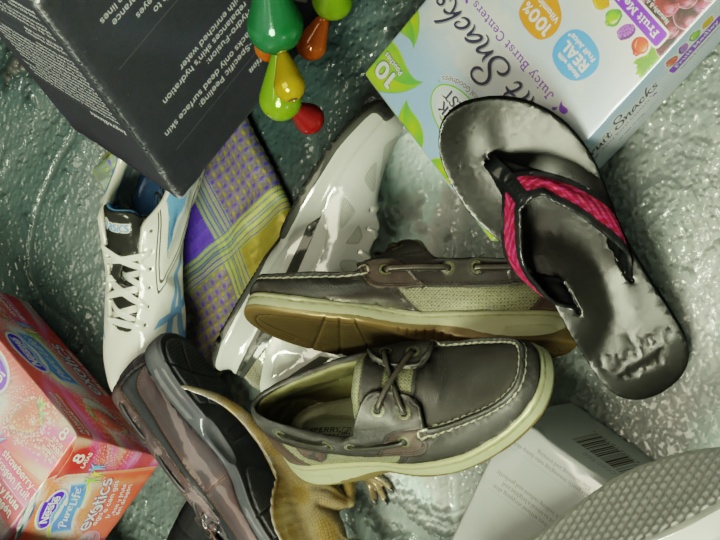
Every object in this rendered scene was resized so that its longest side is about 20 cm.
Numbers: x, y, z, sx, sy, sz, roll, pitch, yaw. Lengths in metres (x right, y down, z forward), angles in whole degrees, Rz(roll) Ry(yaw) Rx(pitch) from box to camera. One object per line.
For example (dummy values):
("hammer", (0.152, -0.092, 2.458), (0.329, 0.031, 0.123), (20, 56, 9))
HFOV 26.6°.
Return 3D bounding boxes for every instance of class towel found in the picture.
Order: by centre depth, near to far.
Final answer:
("towel", (-0.109, -0.029, 1.064), (0.143, 0.023, 0.202), (-34, 71, 31))

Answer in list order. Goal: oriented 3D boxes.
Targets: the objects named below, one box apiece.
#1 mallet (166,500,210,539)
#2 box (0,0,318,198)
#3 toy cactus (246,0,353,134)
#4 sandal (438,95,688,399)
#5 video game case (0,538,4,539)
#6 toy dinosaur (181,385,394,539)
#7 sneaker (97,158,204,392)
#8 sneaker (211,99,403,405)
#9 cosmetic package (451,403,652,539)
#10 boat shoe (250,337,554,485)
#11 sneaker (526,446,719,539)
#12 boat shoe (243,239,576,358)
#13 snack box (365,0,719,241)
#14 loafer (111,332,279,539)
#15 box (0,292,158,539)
("mallet", (-0.059, 0.231, 1.019), (0.200, 0.041, 0.066), (48, 115, 21))
("box", (-0.123, -0.190, 0.926), (0.117, 0.200, 0.197), (29, 74, 33))
("toy cactus", (-0.028, -0.179, 0.884), (0.201, 0.164, 0.103), (-56, 48, 21))
("sandal", (0.116, -0.013, 0.846), (0.075, 0.045, 0.201), (-35, 94, 18))
("video game case", (-0.272, 0.222, 1.069), (0.179, 0.199, 0.036), (-10, 62, 35))
("toy dinosaur", (-0.030, 0.146, 0.957), (0.058, 0.101, 0.202), (-35, 71, 27))
("sneaker", (-0.153, -0.007, 1.038), (0.071, 0.072, 0.203), (11, 96, 33))
("sneaker", (0.000, 0.000, 0.973), (0.114, 0.076, 0.202), (30, 92, 2))
("cosmetic package", (0.104, 0.193, 0.877), (0.112, 0.081, 0.202), (34, 109, 30))
("boat shoe", (0.017, 0.077, 0.873), (0.199, 0.066, 0.073), (-19, 49, 39))
("sneaker", (0.136, 0.164, 0.781), (0.199, 0.074, 0.082), (-33, 108, 20))
("boat shoe", (0.031, 0.015, 0.908), (0.197, 0.073, 0.066), (5, 71, -2))
("snack box", (0.113, -0.136, 0.891), (0.200, 0.053, 0.143), (-48, 63, 25))
("loafer", (-0.093, 0.138, 1.004), (0.063, 0.072, 0.201), (-37, 80, 21))
("box", (-0.250, 0.102, 1.093), (0.200, 0.102, 0.095), (42, 98, 34))
